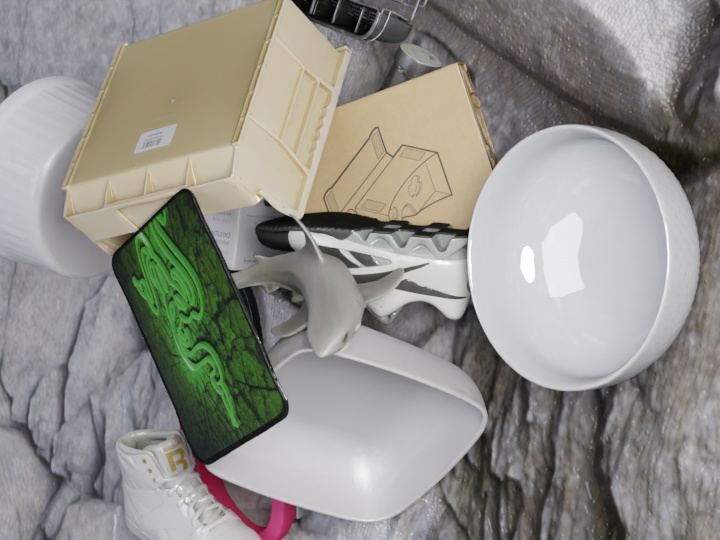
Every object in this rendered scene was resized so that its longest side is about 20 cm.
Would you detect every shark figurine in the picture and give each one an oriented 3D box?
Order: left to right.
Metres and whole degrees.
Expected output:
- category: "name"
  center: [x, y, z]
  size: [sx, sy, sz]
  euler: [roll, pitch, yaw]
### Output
- category: "shark figurine"
  center: [-0.058, -0.005, 1.302]
  size: [0.214, 0.128, 0.090]
  euler: [14, 135, 49]

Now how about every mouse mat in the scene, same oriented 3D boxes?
- category: "mouse mat"
  center: [-0.134, 0.049, 1.321]
  size: [0.161, 0.008, 0.200]
  euler: [-36, 75, 51]

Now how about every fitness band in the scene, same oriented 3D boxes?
- category: "fitness band"
  center: [-0.114, 0.171, 1.547]
  size: [0.144, 0.037, 0.200]
  euler: [16, 120, 38]

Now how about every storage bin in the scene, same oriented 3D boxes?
- category: "storage bin"
  center: [-0.133, -0.118, 1.389]
  size: [0.200, 0.094, 0.199]
  euler: [-10, 50, 34]

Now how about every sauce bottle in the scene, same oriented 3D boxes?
- category: "sauce bottle"
  center: [0.012, -0.103, 1.433]
  size: [0.066, 0.066, 0.200]
  euler: [48, 121, 35]

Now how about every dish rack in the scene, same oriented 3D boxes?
- category: "dish rack"
  center: [0.018, -0.300, 1.409]
  size: [0.153, 0.055, 0.200]
  euler: [31, 103, 49]

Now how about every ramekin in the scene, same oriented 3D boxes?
- category: "ramekin"
  center: [-0.291, -0.089, 1.658]
  size: [0.098, 0.200, 0.201]
  euler: [23, 106, 35]

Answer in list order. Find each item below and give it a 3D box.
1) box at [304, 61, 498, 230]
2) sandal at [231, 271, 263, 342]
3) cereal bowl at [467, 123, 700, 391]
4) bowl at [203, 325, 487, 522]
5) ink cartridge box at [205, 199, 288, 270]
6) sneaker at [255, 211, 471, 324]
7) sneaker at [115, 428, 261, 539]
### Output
- category: "box"
  center: [0.027, -0.068, 1.384]
  size: [0.200, 0.021, 0.164]
  euler: [-17, 93, 30]
- category: "sandal"
  center: [-0.130, 0.087, 1.589]
  size: [0.075, 0.048, 0.201]
  euler: [-17, 78, 45]
- category: "cereal bowl"
  center: [0.179, -0.009, 1.244]
  size: [0.200, 0.083, 0.200]
  euler: [-1, 88, 46]
- category: "bowl"
  center: [-0.014, 0.119, 1.381]
  size: [0.200, 0.200, 0.075]
  euler: [-50, 29, 37]
- category: "ink cartridge box"
  center: [-0.128, -0.107, 1.563]
  size: [0.145, 0.083, 0.200]
  euler: [10, 96, 45]
- category: "sneaker"
  center: [0.000, 0.000, 1.360]
  size: [0.200, 0.074, 0.089]
  euler: [9, 107, 26]
- category: "sneaker"
  center: [-0.166, 0.217, 1.544]
  size: [0.200, 0.074, 0.116]
  euler: [18, 126, 42]
